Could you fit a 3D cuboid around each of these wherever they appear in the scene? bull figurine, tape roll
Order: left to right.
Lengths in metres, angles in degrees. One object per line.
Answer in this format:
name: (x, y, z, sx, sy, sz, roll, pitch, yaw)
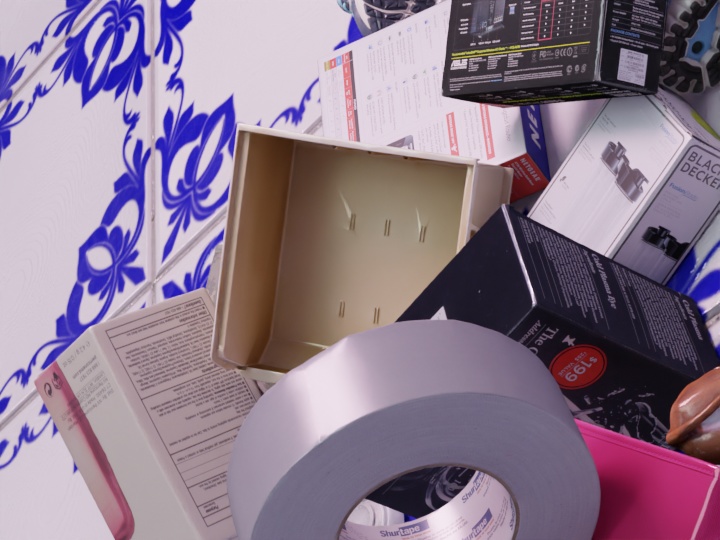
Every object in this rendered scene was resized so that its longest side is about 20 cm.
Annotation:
tape roll: (0.029, 0.125, 1.238, 0.201, 0.199, 0.066, -52, 33, 22)
bull figurine: (0.255, 0.077, 1.372, 0.121, 0.200, 0.065, -29, 84, 27)

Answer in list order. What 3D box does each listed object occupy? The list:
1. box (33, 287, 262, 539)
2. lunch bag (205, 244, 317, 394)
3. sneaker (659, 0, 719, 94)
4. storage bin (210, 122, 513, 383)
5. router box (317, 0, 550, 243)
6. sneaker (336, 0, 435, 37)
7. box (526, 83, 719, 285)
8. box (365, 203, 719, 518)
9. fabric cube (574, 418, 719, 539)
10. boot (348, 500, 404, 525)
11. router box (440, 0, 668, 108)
box: (-0.149, 0.135, 1.791, 0.109, 0.127, 0.201, -39, 76, 45)
lunch bag: (-0.047, 0.053, 1.880, 0.199, 0.117, 0.165, -12, 56, 45)
sneaker: (0.256, -0.233, 1.639, 0.201, 0.078, 0.090, -60, 28, 10)
storage bin: (0.000, 0.000, 1.731, 0.199, 0.094, 0.200, 9, 95, 22)
router box: (0.057, -0.123, 1.838, 0.179, 0.049, 0.201, -22, 48, 21)
sneaker: (0.015, -0.257, 2.051, 0.201, 0.077, 0.087, -92, 27, -47)
box: (0.182, -0.032, 1.631, 0.201, 0.060, 0.117, -57, 31, 16)
box: (0.115, 0.085, 1.537, 0.200, 0.181, 0.104, -49, 35, 28)
fabric cube: (0.187, 0.215, 1.321, 0.196, 0.199, 0.201, 13, 82, 58)
boot: (-0.056, 0.244, 1.778, 0.200, 0.095, 0.074, -51, 34, 24)
router box: (0.144, -0.203, 1.660, 0.200, 0.062, 0.151, 2, 85, 57)
